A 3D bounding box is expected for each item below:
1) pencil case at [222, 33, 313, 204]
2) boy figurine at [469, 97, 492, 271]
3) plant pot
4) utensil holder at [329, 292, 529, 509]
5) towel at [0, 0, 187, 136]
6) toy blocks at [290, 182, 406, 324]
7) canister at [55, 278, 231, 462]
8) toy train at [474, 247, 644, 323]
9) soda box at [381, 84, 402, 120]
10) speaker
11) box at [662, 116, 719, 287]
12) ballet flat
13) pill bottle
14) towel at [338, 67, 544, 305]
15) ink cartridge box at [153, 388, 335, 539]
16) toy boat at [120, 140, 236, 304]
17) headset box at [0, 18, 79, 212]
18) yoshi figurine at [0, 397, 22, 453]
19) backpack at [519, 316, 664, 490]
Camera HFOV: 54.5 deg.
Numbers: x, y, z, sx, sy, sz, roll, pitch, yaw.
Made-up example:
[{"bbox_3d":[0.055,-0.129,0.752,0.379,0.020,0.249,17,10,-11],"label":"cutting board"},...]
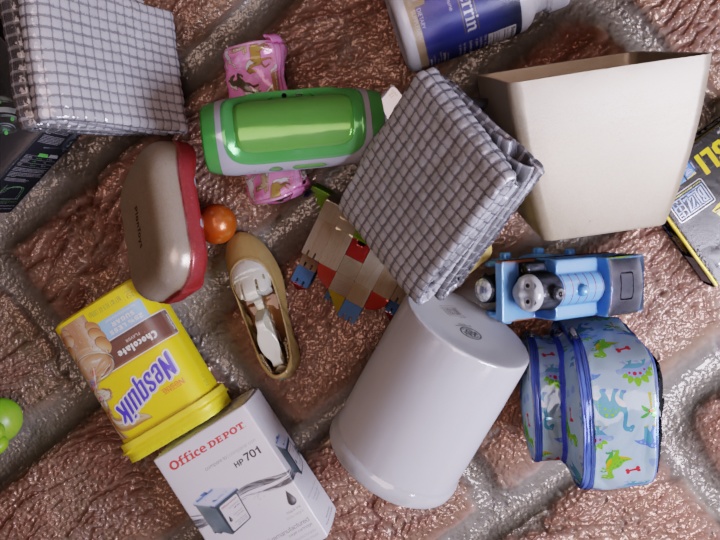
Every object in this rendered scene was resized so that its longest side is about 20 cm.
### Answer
[{"bbox_3d":[-0.115,-0.184,0.863,0.086,0.083,0.201,-12,94,-3],"label":"pencil case"},{"bbox_3d":[0.119,-0.092,0.792,0.124,0.064,0.201,-2,99,39],"label":"boy figurine"},{"bbox_3d":[0.252,-0.142,0.789,0.199,0.200,0.178,-8,108,2],"label":"plant pot"},{"bbox_3d":[0.080,0.144,0.816,0.169,0.170,0.201,28,112,1],"label":"utensil holder"},{"bbox_3d":[-0.308,-0.241,0.817,0.085,0.200,0.167,-7,91,35],"label":"towel"},{"bbox_3d":[0.000,0.000,0.877,0.199,0.100,0.137,28,109,2],"label":"toy blocks"},{"bbox_3d":[-0.283,0.124,0.908,0.148,0.087,0.201,-31,91,7],"label":"canister"},{"bbox_3d":[0.231,0.017,0.810,0.199,0.114,0.087,-3,93,-30],"label":"toy train"},{"bbox_3d":[0.085,-0.130,0.862,0.068,0.064,0.200,-43,92,8],"label":"soda box"},{"bbox_3d":[-0.075,-0.156,0.786,0.199,0.088,0.089,-6,96,-5],"label":"speaker"},{"bbox_3d":[0.459,-0.104,0.843,0.200,0.049,0.160,-37,90,7],"label":"box"},{"bbox_3d":[-0.125,0.046,0.897,0.068,0.063,0.201,-21,94,6],"label":"ballet flat"},{"bbox_3d":[0.133,-0.319,0.813,0.199,0.116,0.116,-19,94,6],"label":"pill bottle"},{"bbox_3d":[0.079,-0.087,0.732,0.166,0.085,0.200,54,132,25],"label":"towel"},{"bbox_3d":[-0.148,0.281,0.913,0.146,0.086,0.201,-32,94,7],"label":"ink cartridge box"},{"bbox_3d":[-0.216,-0.062,0.872,0.130,0.130,0.201,-26,71,46],"label":"toy boat"},{"bbox_3d":[-0.465,-0.203,0.883,0.174,0.093,0.200,45,97,-1],"label":"headset box"},{"bbox_3d":[-0.543,0.208,0.947,0.199,0.113,0.112,3,56,18],"label":"yoshi figurine"},{"bbox_3d":[0.261,0.154,0.808,0.146,0.200,0.184,-4,96,5],"label":"backpack"}]
